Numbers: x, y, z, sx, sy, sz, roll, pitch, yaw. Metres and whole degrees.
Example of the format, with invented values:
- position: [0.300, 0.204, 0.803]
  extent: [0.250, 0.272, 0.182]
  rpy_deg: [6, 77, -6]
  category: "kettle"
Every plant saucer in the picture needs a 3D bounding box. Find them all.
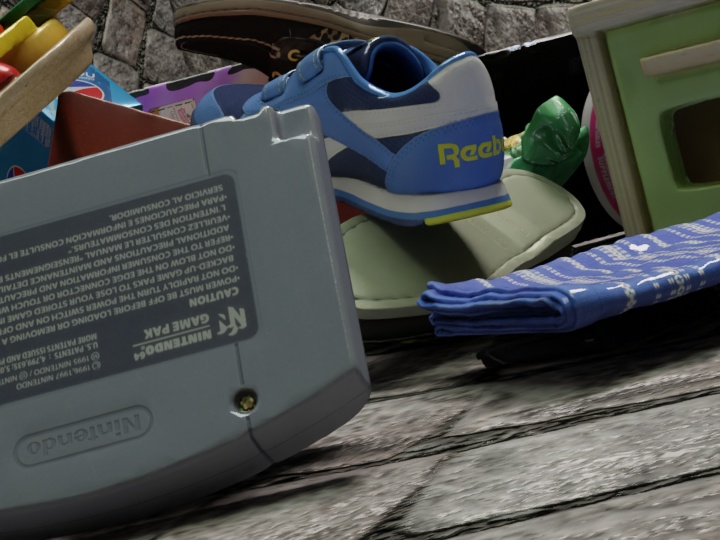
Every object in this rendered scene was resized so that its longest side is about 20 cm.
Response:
- position: [-0.085, -0.028, 1.107]
  extent: [0.198, 0.037, 0.200]
  rpy_deg: [16, -17, -8]
  category: "plant saucer"

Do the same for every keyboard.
- position: [0.149, 0.004, 0.857]
  extent: [0.126, 0.021, 0.199]
  rpy_deg: [-11, 6, 40]
  category: "keyboard"

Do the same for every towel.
- position: [0.135, -0.010, 0.803]
  extent: [0.198, 0.024, 0.145]
  rpy_deg: [-17, 4, -21]
  category: "towel"

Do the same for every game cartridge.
- position: [-0.099, 0.025, 0.692]
  extent: [0.198, 0.134, 0.042]
  rpy_deg: [-15, -23, 7]
  category: "game cartridge"

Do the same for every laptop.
- position: [0.156, -0.120, 1.276]
  extent: [0.198, 0.178, 0.104]
  rpy_deg: [-15, 44, -8]
  category: "laptop"

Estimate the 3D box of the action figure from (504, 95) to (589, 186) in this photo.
- position: [0.074, -0.041, 1.089]
  extent: [0.118, 0.055, 0.200]
  rpy_deg: [-30, -9, -32]
  category: "action figure"

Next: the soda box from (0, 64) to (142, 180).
- position: [-0.195, -0.027, 1.253]
  extent: [0.067, 0.201, 0.064]
  rpy_deg: [-17, 41, -38]
  category: "soda box"

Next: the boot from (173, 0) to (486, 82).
- position: [-0.029, -0.086, 1.209]
  extent: [0.198, 0.152, 0.073]
  rpy_deg: [10, -3, -1]
  category: "boot"

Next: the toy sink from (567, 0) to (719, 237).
- position: [0.192, -0.110, 0.986]
  extent: [0.130, 0.202, 0.112]
  rpy_deg: [-9, 6, 42]
  category: "toy sink"

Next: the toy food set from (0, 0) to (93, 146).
- position: [-0.215, -0.069, 0.981]
  extent: [0.199, 0.049, 0.198]
  rpy_deg: [-34, 13, 33]
  category: "toy food set"

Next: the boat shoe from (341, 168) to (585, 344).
- position: [0.040, 0.005, 0.950]
  extent: [0.072, 0.061, 0.200]
  rpy_deg: [39, 35, 24]
  category: "boat shoe"

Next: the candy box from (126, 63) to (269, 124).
- position: [-0.054, -0.053, 1.280]
  extent: [0.198, 0.169, 0.072]
  rpy_deg: [-13, -3, 4]
  category: "candy box"

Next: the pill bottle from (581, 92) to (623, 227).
- position: [0.233, -0.086, 1.118]
  extent: [0.113, 0.114, 0.199]
  rpy_deg: [-18, 5, -39]
  category: "pill bottle"

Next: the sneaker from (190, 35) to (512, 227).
- position: [-0.006, -0.078, 0.949]
  extent: [0.199, 0.083, 0.074]
  rpy_deg: [14, 25, 41]
  category: "sneaker"
